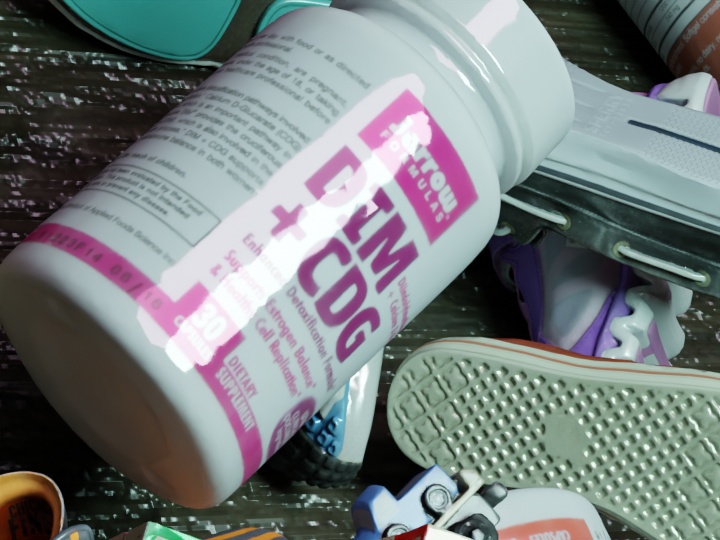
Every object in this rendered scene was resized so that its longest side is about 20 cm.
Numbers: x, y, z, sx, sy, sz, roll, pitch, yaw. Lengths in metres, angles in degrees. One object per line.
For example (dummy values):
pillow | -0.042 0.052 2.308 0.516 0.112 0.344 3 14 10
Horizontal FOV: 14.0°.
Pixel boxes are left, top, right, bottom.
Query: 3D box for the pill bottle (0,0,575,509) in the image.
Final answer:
pill bottle | -0.023 -0.021 1.035 0.113 0.113 0.200 44 67 4

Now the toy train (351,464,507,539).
toy train | -0.027 0.130 0.962 0.200 0.034 0.046 -42 89 -22

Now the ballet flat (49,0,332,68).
ballet flat | -0.055 -0.120 1.223 0.199 0.069 0.070 14 50 -30

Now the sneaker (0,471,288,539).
sneaker | -0.085 0.110 0.969 0.077 0.113 0.200 19 33 32

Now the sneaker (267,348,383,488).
sneaker | 0.000 0.000 1.155 0.086 0.075 0.201 20 48 -28

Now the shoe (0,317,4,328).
shoe | -0.181 -0.041 1.075 0.070 0.053 0.201 -10 63 -38

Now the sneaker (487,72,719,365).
sneaker | 0.091 0.006 1.212 0.088 0.081 0.201 8 62 17

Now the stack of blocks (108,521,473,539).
stack of blocks | 0.009 0.141 0.913 0.199 0.059 0.116 20 72 -14

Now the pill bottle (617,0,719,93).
pill bottle | 0.173 -0.146 1.352 0.112 0.112 0.200 -23 72 -43

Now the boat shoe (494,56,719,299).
boat shoe | 0.074 -0.039 1.150 0.199 0.071 0.072 23 34 21

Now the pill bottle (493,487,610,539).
pill bottle | 0.069 0.187 1.024 0.111 0.111 0.201 -4 60 -36

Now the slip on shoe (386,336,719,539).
slip on shoe | 0.110 0.066 1.101 0.199 0.075 0.061 14 12 16
